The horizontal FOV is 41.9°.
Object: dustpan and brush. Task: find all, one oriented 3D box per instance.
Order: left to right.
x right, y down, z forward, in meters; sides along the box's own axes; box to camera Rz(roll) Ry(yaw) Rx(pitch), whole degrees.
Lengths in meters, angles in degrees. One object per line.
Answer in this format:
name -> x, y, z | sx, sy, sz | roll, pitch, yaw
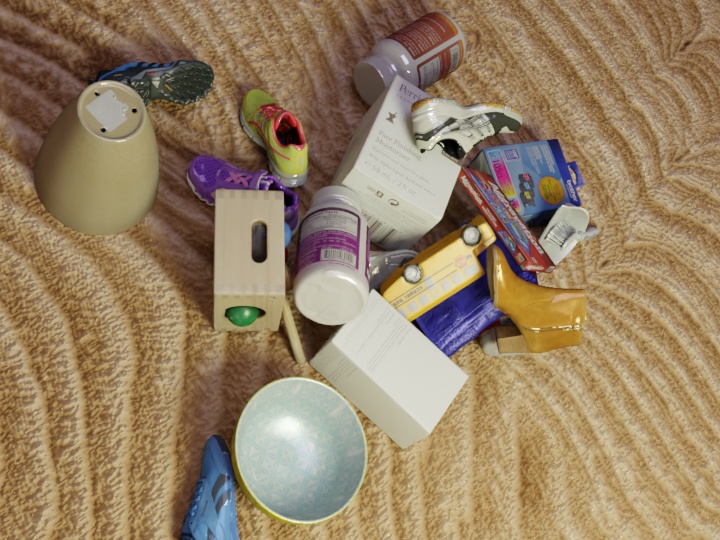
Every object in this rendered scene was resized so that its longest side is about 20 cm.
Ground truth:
dustpan and brush -> 0.373, -0.063, 1.664 | 0.057, 0.141, 0.199 | 36, 29, 17

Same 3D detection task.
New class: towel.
towel -> 0.166, 0.025, 1.493 | 0.199, 0.050, 0.149 | -37, 67, 4

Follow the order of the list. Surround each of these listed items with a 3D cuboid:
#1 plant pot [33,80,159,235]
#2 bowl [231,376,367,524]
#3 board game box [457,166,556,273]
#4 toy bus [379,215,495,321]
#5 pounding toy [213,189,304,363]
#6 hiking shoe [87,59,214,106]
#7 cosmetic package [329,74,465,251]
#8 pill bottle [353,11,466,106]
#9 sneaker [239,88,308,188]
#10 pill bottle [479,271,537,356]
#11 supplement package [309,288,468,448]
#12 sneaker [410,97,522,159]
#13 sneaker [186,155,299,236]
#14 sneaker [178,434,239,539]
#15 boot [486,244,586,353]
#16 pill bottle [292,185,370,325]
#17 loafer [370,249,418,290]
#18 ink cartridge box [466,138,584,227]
plant pot -> -0.366, -0.176, 1.340 | 0.184, 0.200, 0.191 | 8, 67, -18
bowl -> -0.099, 0.262, 1.322 | 0.196, 0.108, 0.204 | 11, 62, -23
board game box -> 0.234, -0.081, 1.513 | 0.102, 0.019, 0.202 | 7, 45, -55
toy bus -> 0.122, -0.001, 1.448 | 0.198, 0.065, 0.079 | -33, 101, 6
pounding toy -> -0.146, 0.014, 1.380 | 0.139, 0.185, 0.204 | 1, 68, -9
hiking shoe -> -0.322, -0.306, 1.483 | 0.198, 0.075, 0.086 | -19, 48, -42
cosmetic package -> 0.061, -0.167, 1.531 | 0.163, 0.165, 0.203 | 29, 61, -11
pill bottle -> 0.085, -0.368, 1.653 | 0.199, 0.112, 0.113 | -35, 85, -30
sneaker -> -0.130, -0.232, 1.507 | 0.077, 0.091, 0.201 | -17, 58, -27
pill bottle -> 0.240, 0.031, 1.556 | 0.110, 0.112, 0.204 | 1, 69, -21
supplement package -> 0.042, 0.151, 1.423 | 0.200, 0.117, 0.117 | 43, 59, -1
sneaker -> 0.166, -0.216, 1.472 | 0.196, 0.075, 0.090 | -1, 87, -24
sneaker -> -0.175, -0.127, 1.464 | 0.198, 0.089, 0.081 | 29, 63, -8
sneaker -> -0.209, 0.326, 1.280 | 0.077, 0.066, 0.204 | 0, 70, -18
boot -> 0.266, 0.037, 1.412 | 0.141, 0.204, 0.071 | -11, 32, 4
pill bottle -> -0.040, -0.029, 1.393 | 0.110, 0.113, 0.202 | 17, 43, -15
loafer -> 0.000, 0.000, 1.506 | 0.196, 0.063, 0.074 | -5, 98, -9
ink cartridge box -> 0.304, -0.154, 1.680 | 0.197, 0.076, 0.139 | -10, 73, -27
